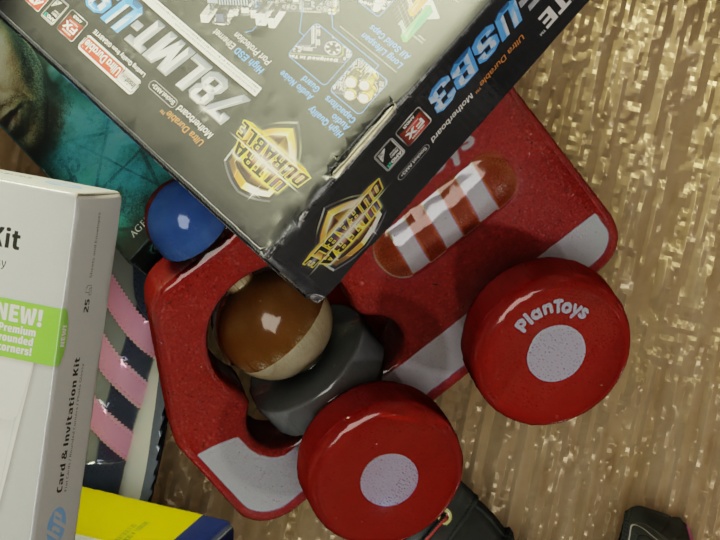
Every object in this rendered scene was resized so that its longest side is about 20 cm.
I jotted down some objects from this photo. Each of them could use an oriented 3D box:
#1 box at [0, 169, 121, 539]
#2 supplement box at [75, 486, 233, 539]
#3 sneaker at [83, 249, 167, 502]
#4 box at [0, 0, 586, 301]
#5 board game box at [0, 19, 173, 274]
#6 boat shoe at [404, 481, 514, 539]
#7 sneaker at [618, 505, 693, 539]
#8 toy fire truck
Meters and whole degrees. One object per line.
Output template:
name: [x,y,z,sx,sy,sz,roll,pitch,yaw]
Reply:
box: [-0.177,0.057,1.107,0.155,0.041,0.201,11,95,20]
supplement box: [-0.162,0.149,1.196,0.199,0.109,0.110,11,113,21]
sneaker: [-0.115,0.025,1.238,0.081,0.070,0.201,10,96,-2]
box: [-0.018,-0.121,1.116,0.199,0.050,0.200,-49,52,0]
board game box: [-0.063,-0.116,1.202,0.200,0.028,0.135,-45,71,0]
boat shoe: [-0.018,0.167,1.255,0.201,0.074,0.063,-40,93,2]
sneaker: [0.080,0.193,1.255,0.086,0.080,0.201,19,92,9]
toy fire truck: [0.000,0.000,1.183,0.200,0.112,0.168,-36,119,5]
